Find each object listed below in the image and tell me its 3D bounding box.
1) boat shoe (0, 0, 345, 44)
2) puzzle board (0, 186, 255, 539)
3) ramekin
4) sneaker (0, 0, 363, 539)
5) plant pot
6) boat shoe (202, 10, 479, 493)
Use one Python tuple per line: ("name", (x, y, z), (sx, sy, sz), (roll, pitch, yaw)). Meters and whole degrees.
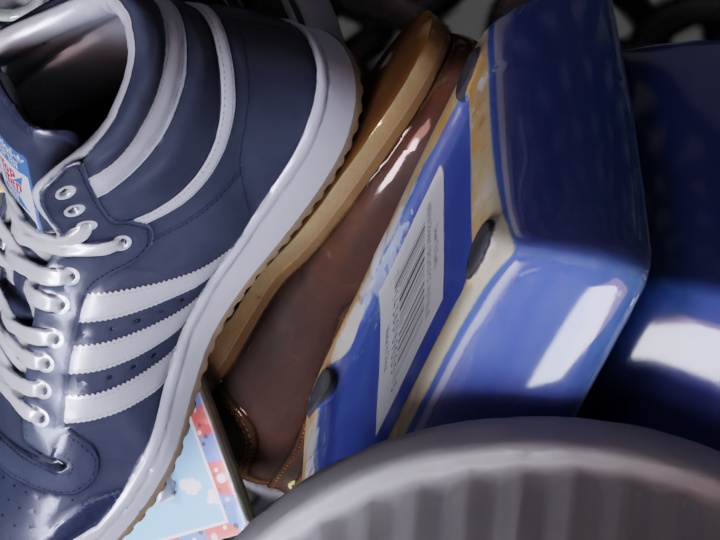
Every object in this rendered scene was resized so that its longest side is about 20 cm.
("boat shoe", (-0.085, -0.108, 0.833), (0.074, 0.068, 0.199), (-28, 109, 32))
("puzzle board", (-0.146, 0.041, 0.907), (0.200, 0.017, 0.151), (-18, 95, 24))
("ramekin", (0.044, 0.142, 0.651), (0.202, 0.094, 0.203), (3, 118, 6))
("sneaker", (-0.090, 0.003, 0.801), (0.070, 0.108, 0.200), (41, 106, 37))
("plant pot", (0.089, 0.045, 0.755), (0.179, 0.200, 0.200), (20, 118, -9))
("boat shoe", (0.000, 0.000, 0.875), (0.070, 0.070, 0.200), (29, 134, -7))
